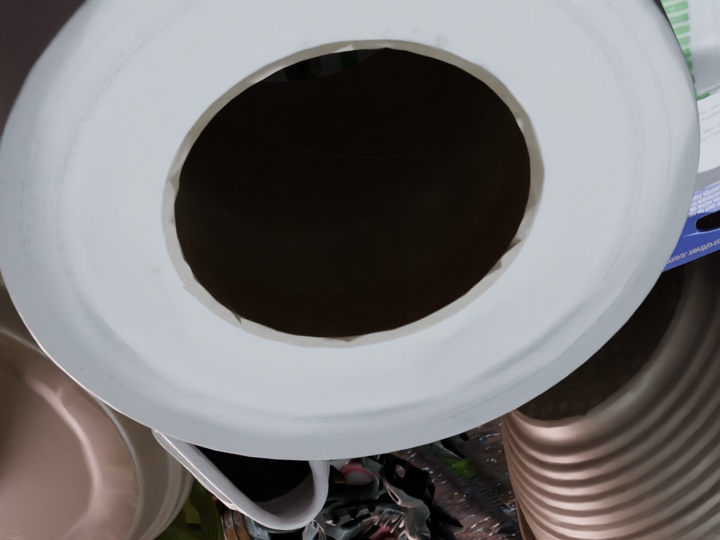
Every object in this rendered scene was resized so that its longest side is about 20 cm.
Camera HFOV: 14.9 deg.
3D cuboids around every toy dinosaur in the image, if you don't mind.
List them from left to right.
[{"bbox_3d":[-0.026,0.107,1.243,0.136,0.102,0.200,-20,149,19],"label":"toy dinosaur"}]

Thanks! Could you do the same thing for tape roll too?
[{"bbox_3d":[-0.013,-0.062,0.819,0.203,0.139,0.203,-5,130,-7],"label":"tape roll"}]

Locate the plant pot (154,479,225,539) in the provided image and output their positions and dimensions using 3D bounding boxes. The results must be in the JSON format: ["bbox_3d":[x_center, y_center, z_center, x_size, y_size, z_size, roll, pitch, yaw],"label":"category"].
[{"bbox_3d":[-0.157,0.157,1.209,0.200,0.200,0.190,5,132,-42],"label":"plant pot"}]

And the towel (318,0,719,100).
[{"bbox_3d":[0.080,-0.106,0.908,0.200,0.023,0.153,-14,130,0],"label":"towel"}]

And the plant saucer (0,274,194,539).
[{"bbox_3d":[-0.160,0.057,1.036,0.200,0.029,0.200,9,138,9],"label":"plant saucer"}]

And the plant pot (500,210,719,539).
[{"bbox_3d":[0.120,0.037,1.101,0.093,0.201,0.201,35,125,-31],"label":"plant pot"}]

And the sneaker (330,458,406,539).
[{"bbox_3d":[0.004,0.141,1.386,0.200,0.075,0.105,13,144,-43],"label":"sneaker"}]

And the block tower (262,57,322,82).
[{"bbox_3d":[-0.063,-0.036,1.014,0.200,0.054,0.058,-31,152,21],"label":"block tower"}]

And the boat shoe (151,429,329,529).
[{"bbox_3d":[-0.067,0.002,0.945,0.074,0.200,0.065,-37,-163,-3],"label":"boat shoe"}]

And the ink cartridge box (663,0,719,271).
[{"bbox_3d":[0.107,-0.089,0.966,0.119,0.042,0.200,-24,128,8],"label":"ink cartridge box"}]
